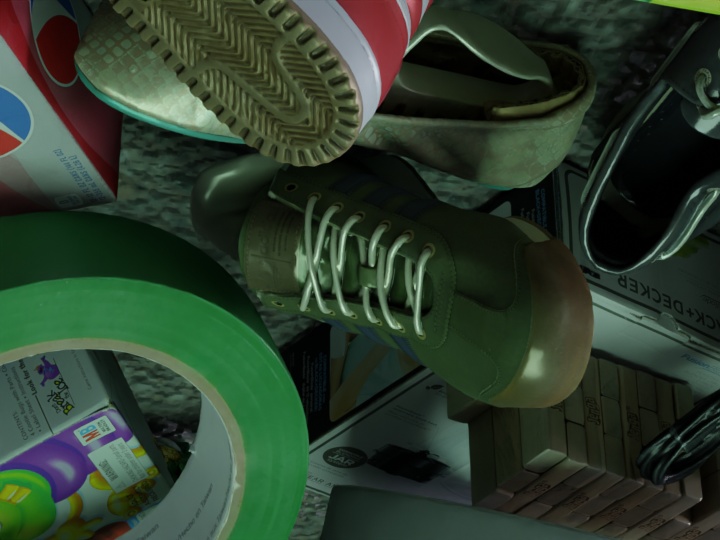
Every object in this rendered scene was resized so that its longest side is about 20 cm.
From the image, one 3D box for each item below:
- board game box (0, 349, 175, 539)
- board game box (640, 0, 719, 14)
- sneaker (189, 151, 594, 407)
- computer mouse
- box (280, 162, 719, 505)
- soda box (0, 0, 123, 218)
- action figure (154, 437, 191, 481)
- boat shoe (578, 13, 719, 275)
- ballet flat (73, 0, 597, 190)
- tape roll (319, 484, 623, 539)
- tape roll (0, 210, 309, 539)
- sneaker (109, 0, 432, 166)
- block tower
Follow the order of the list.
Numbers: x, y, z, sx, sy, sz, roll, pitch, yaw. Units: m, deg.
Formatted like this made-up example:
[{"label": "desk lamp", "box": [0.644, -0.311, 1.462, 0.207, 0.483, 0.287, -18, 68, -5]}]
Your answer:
[{"label": "board game box", "box": [-0.191, 0.090, 0.989, 0.199, 0.105, 0.103, -29, 144, -2]}, {"label": "board game box", "box": [0.130, -0.130, 0.728, 0.199, 0.048, 0.102, 8, 113, -12]}, {"label": "sneaker", "box": [0.000, 0.000, 0.852, 0.089, 0.200, 0.067, 4, 105, -24]}, {"label": "computer mouse", "box": [0.185, 0.014, 0.931, 0.200, 0.034, 0.059, -36, 159, -7]}, {"label": "box", "box": [0.062, 0.041, 1.019, 0.116, 0.060, 0.200, 22, 141, -30]}, {"label": "soda box", "box": [-0.148, -0.096, 0.810, 0.070, 0.064, 0.200, -10, 146, 15]}, {"label": "action figure", "box": [-0.148, 0.108, 1.105, 0.199, 0.118, 0.055, -8, 135, -3]}, {"label": "boat shoe", "box": [0.141, -0.060, 0.845, 0.073, 0.063, 0.200, 38, 141, -4]}, {"label": "ballet flat", "box": [-0.004, -0.078, 0.844, 0.199, 0.068, 0.062, 9, 141, -30]}, {"label": "tape roll", "box": [0.077, 0.144, 0.987, 0.199, 0.067, 0.200, 13, 172, 2]}, {"label": "tape roll", "box": [-0.120, 0.074, 0.897, 0.199, 0.048, 0.201, -11, 125, -15]}, {"label": "sneaker", "box": [-0.051, -0.138, 0.757, 0.071, 0.113, 0.200, -28, 108, 39]}, {"label": "block tower", "box": [0.130, 0.085, 0.982, 0.199, 0.058, 0.054, 20, 141, -29]}]
